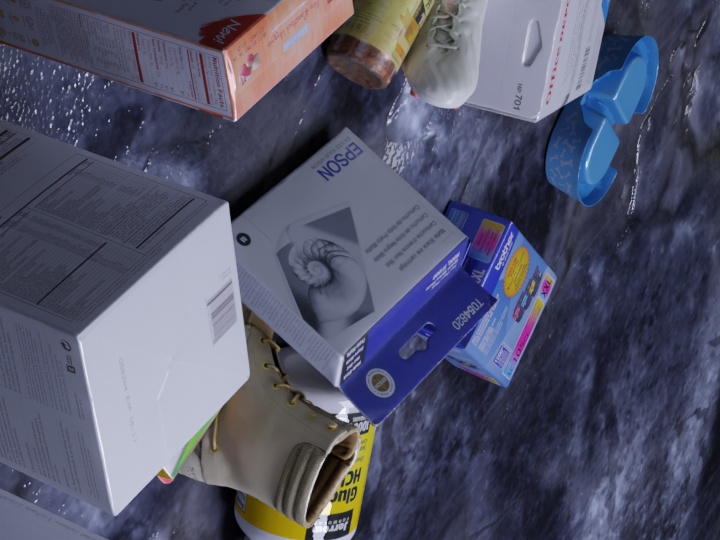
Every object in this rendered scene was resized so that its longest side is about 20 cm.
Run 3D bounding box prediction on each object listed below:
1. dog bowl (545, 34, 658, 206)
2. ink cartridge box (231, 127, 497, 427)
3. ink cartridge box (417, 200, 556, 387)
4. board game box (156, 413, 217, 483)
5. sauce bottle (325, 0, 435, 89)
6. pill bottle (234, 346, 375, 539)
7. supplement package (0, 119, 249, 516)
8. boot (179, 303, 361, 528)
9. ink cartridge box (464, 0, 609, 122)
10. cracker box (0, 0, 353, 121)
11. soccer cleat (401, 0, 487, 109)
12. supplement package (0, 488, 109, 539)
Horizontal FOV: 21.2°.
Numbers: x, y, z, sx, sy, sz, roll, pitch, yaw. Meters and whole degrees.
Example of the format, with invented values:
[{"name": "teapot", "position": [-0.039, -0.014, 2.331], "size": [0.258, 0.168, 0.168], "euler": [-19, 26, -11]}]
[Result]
[{"name": "dog bowl", "position": [0.262, -0.169, 2.100], "size": [0.200, 0.049, 0.111], "euler": [-65, 153, -11]}, {"name": "ink cartridge box", "position": [0.000, 0.000, 1.585], "size": [0.200, 0.200, 0.041], "euler": [-44, 174, -42]}, {"name": "ink cartridge box", "position": [0.115, 0.021, 1.935], "size": [0.137, 0.076, 0.200], "euler": [-65, 151, -9]}, {"name": "board game box", "position": [-0.164, 0.074, 1.462], "size": [0.096, 0.030, 0.200], "euler": [-56, 138, -24]}, {"name": "sauce bottle", "position": [0.040, -0.250, 1.623], "size": [0.200, 0.066, 0.066], "euler": [-62, 152, -12]}, {"name": "pill bottle", "position": [-0.050, 0.177, 1.693], "size": [0.112, 0.112, 0.201], "euler": [-20, 125, -56]}, {"name": "supplement package", "position": [-0.198, 0.023, 1.223], "size": [0.151, 0.200, 0.152], "euler": [-46, 145, -39]}, {"name": "boot", "position": [-0.062, 0.095, 1.569], "size": [0.200, 0.155, 0.073], "euler": [-66, 153, -7]}, {"name": "ink cartridge box", "position": [0.171, -0.233, 1.819], "size": [0.200, 0.086, 0.147], "euler": [-30, 134, -64]}, {"name": "cracker box", "position": [-0.123, -0.177, 1.227], "size": [0.134, 0.200, 0.058], "euler": [-47, 145, -37]}, {"name": "soccer cleat", "position": [0.077, -0.217, 1.654], "size": [0.200, 0.069, 0.078], "euler": [-80, -172, -48]}, {"name": "supplement package", "position": [-0.241, 0.250, 1.298], "size": [0.111, 0.200, 0.156], "euler": [-37, 138, -48]}]
